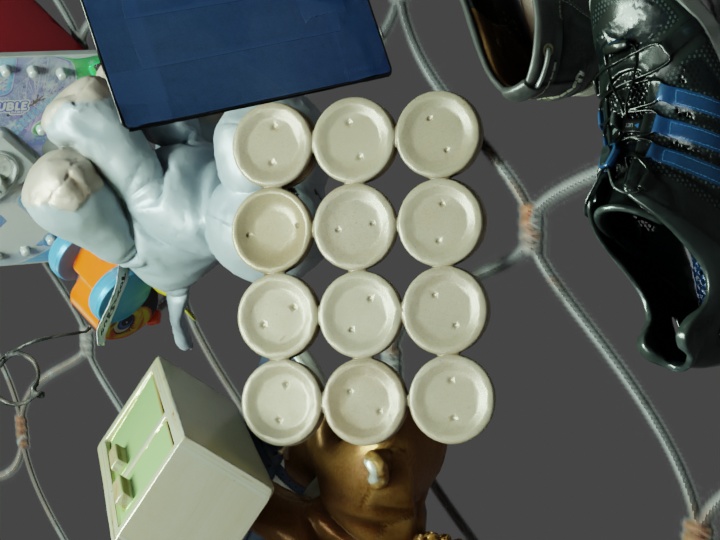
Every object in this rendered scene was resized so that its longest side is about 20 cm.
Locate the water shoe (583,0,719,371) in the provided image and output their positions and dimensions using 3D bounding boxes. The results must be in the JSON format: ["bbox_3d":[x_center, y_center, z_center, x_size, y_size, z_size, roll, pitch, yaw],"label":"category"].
[{"bbox_3d":[0.144,-0.051,0.890,0.071,0.079,0.200,-27,81,54],"label":"water shoe"}]

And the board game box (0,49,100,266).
[{"bbox_3d":[-0.264,-0.068,1.331,0.026,0.200,0.200,61,144,38],"label":"board game box"}]

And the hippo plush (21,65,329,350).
[{"bbox_3d":[-0.102,-0.044,1.158,0.161,0.159,0.200,6,91,42],"label":"hippo plush"}]

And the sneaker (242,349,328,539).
[{"bbox_3d":[-0.073,0.139,1.252,0.075,0.084,0.200,38,131,40],"label":"sneaker"}]

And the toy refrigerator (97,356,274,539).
[{"bbox_3d":[-0.113,0.118,1.140,0.076,0.070,0.200,-56,15,3],"label":"toy refrigerator"}]

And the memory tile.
[{"bbox_3d":[0.000,0.000,1.063,0.153,0.017,0.200,-4,86,17],"label":"memory tile"}]

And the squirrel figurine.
[{"bbox_3d":[0.015,0.168,1.127,0.200,0.142,0.187,43,124,26],"label":"squirrel figurine"}]

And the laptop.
[{"bbox_3d":[-0.059,-0.203,1.014,0.116,0.187,0.200,49,137,30],"label":"laptop"}]

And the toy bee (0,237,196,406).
[{"bbox_3d":[-0.176,0.002,1.342,0.200,0.109,0.131,-35,70,25],"label":"toy bee"}]

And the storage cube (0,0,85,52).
[{"bbox_3d":[-0.336,-0.131,1.417,0.180,0.200,0.171,44,135,26],"label":"storage cube"}]

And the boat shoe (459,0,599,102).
[{"bbox_3d":[0.068,-0.180,0.957,0.072,0.068,0.200,-32,76,55],"label":"boat shoe"}]
